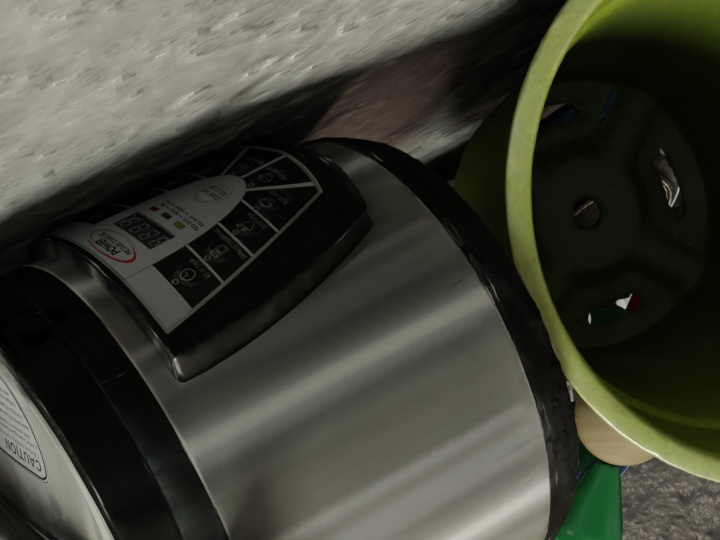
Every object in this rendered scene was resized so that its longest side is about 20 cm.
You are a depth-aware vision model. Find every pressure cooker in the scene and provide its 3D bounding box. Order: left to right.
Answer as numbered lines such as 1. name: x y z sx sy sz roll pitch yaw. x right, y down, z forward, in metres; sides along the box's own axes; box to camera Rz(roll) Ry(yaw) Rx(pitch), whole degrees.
1. pressure cooker: -0.050 0.065 0.572 0.200 0.179 0.176 -26 165 -25

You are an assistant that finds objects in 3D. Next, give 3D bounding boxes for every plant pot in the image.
1. plant pot: 0.120 -0.027 0.668 0.200 0.200 0.190 -26 -173 -13

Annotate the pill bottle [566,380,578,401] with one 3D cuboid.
1. pill bottle: 0.052 0.071 0.937 0.114 0.114 0.200 -32 168 37

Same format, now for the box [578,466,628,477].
1. box: 0.061 0.093 1.068 0.121 0.200 0.032 -47 148 -16

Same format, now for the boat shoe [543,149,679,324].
1. boat shoe: 0.076 0.011 0.793 0.200 0.072 0.071 -38 -145 -6

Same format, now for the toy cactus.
1. toy cactus: 0.119 0.082 0.814 0.165 0.102 0.200 129 -17 -69

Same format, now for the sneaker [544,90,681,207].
1. sneaker: 0.147 -0.056 0.872 0.071 0.083 0.200 -21 174 -34

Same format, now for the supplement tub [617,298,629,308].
1. supplement tub: 0.126 0.037 1.288 0.200 0.140 0.140 -25 174 -16

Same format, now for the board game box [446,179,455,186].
1. board game box: 0.000 0.000 0.869 0.200 0.034 0.134 -18 170 -31
